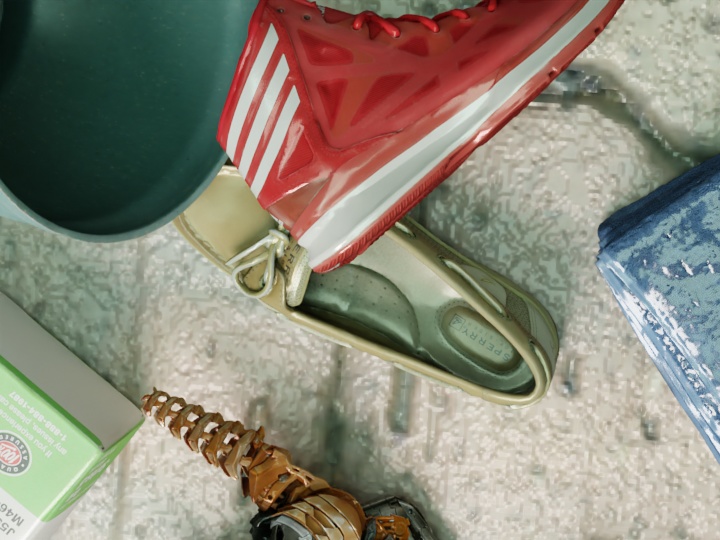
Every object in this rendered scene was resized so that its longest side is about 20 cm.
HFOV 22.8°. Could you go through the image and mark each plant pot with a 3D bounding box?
[{"bbox_3d":[-0.153,-0.119,0.775,0.134,0.200,0.201,9,99,34],"label":"plant pot"}]

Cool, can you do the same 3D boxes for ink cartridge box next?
[{"bbox_3d":[-0.225,0.105,0.852,0.145,0.084,0.200,39,100,1],"label":"ink cartridge box"}]

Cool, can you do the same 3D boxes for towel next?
[{"bbox_3d":[0.199,0.041,0.808,0.112,0.049,0.200,-32,92,9],"label":"towel"}]

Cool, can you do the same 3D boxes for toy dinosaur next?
[{"bbox_3d":[-0.035,0.143,0.842,0.136,0.102,0.200,-40,76,-12],"label":"toy dinosaur"}]

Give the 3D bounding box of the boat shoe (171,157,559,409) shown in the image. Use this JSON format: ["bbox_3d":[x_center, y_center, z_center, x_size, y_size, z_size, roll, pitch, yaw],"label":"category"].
[{"bbox_3d":[-0.001,0.003,0.820,0.200,0.063,0.073,32,100,2],"label":"boat shoe"}]

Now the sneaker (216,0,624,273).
[{"bbox_3d":[0.021,-0.103,0.781,0.200,0.078,0.116,-42,89,-13],"label":"sneaker"}]
